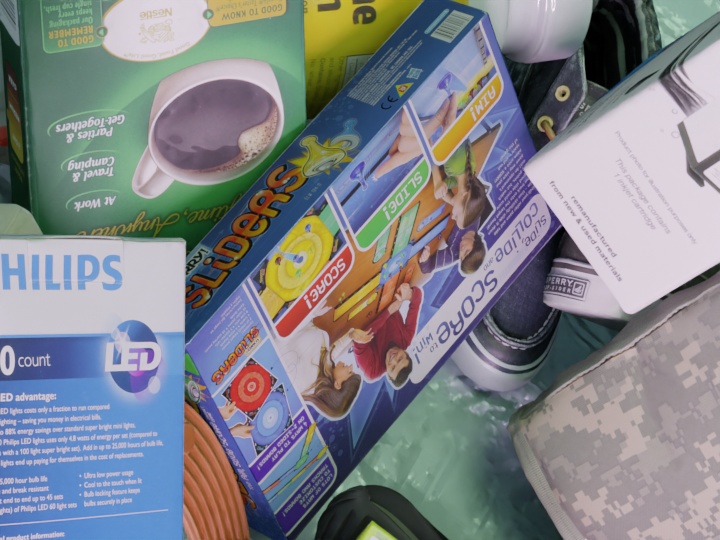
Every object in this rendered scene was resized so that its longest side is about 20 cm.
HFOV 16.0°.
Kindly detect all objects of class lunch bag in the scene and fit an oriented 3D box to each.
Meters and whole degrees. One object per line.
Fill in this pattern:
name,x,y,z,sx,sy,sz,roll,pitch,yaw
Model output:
lunch bag,0.184,0.093,1.129,0.200,0.164,0.118,52,29,-6

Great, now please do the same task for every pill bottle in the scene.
pill bottle,-0.004,-0.125,1.140,0.200,0.112,0.112,-7,71,-18

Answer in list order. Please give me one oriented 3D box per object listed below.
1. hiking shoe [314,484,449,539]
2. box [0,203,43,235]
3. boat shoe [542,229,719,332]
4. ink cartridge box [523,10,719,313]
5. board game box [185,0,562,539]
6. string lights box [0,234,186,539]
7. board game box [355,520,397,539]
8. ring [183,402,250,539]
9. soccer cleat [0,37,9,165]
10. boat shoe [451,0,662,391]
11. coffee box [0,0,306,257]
hiking shoe,0.061,0.162,1.108,0.200,0.076,0.101,49,35,-6
box,-0.182,0.086,0.927,0.200,0.109,0.128,-62,143,-36
boat shoe,0.168,0.012,1.203,0.200,0.071,0.064,21,85,-44
ink cartridge box,0.189,-0.082,1.083,0.084,0.200,0.146,54,40,-2
board game box,0.000,0.000,1.079,0.200,0.034,0.135,-48,139,-23
string lights box,-0.113,0.088,0.861,0.103,0.059,0.200,1,89,-48
board game box,-0.012,0.204,0.977,0.102,0.048,0.200,36,56,2
ring,-0.090,0.143,0.970,0.200,0.019,0.201,-11,103,-60
soccer cleat,-0.200,-0.091,1.062,0.200,0.069,0.078,13,56,-34
boat shoe,0.088,-0.046,1.199,0.071,0.091,0.201,23,58,-21
coffee box,-0.084,-0.072,1.041,0.123,0.200,0.044,-12,30,-19
